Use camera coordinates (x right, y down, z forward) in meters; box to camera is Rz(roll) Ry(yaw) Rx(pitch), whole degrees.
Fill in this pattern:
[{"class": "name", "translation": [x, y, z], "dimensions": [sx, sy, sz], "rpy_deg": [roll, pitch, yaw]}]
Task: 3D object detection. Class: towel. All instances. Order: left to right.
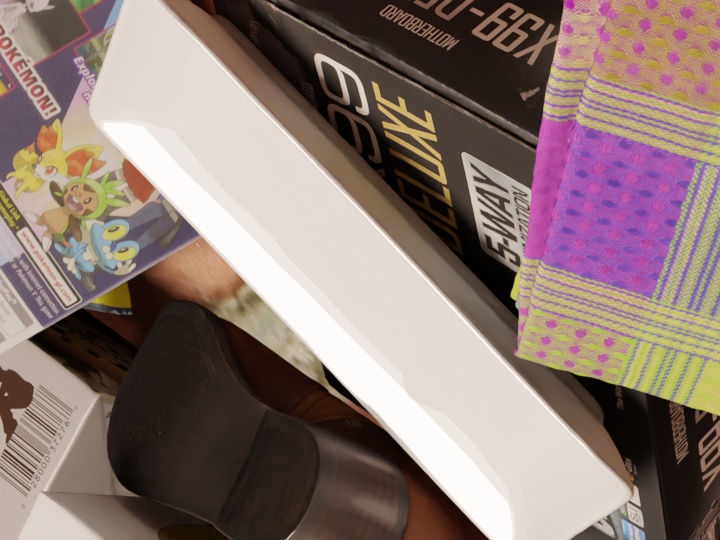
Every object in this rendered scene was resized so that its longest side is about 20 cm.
[{"class": "towel", "translation": [0.111, -0.021, 0.572], "dimensions": [0.143, 0.023, 0.200], "rpy_deg": [15, 147, 6]}]

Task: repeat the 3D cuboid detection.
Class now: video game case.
[{"class": "video game case", "translation": [-0.148, -0.066, 0.830], "dimensions": [0.200, 0.182, 0.023], "rpy_deg": [58, -174, -24]}]

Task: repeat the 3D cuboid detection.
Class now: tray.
[{"class": "tray", "translation": [0.000, 0.000, 0.735], "dimensions": [0.200, 0.022, 0.107], "rpy_deg": [46, 157, 4]}]

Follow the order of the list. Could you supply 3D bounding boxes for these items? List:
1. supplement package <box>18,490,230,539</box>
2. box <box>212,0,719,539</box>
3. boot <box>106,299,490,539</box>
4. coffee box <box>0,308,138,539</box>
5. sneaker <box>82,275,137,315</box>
[{"class": "supplement package", "translation": [-0.029, 0.182, 0.886], "dimensions": [0.152, 0.151, 0.200], "rpy_deg": [34, -165, 36]}, {"class": "box", "translation": [0.041, -0.005, 0.747], "dimensions": [0.157, 0.050, 0.200], "rpy_deg": [32, 153, 33]}, {"class": "boot", "translation": [0.022, 0.086, 0.881], "dimensions": [0.199, 0.069, 0.188], "rpy_deg": [27, 175, -31]}, {"class": "coffee box", "translation": [-0.158, 0.047, 1.064], "dimensions": [0.200, 0.080, 0.113], "rpy_deg": [33, -174, 35]}, {"class": "sneaker", "translation": [-0.120, -0.029, 0.988], "dimensions": [0.066, 0.079, 0.200], "rpy_deg": [8, 180, -16]}]
